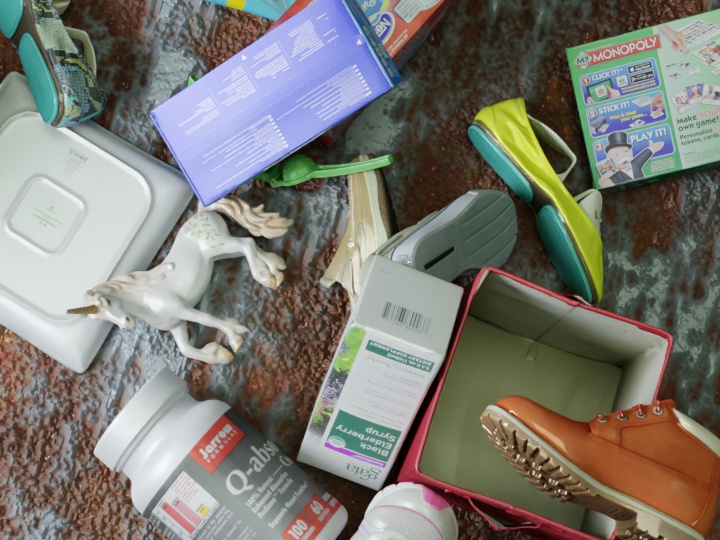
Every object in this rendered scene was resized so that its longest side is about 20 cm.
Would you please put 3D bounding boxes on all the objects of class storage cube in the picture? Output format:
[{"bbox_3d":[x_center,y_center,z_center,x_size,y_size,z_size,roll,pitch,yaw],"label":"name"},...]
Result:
[{"bbox_3d":[0.136,0.121,1.424,0.169,0.180,0.202,20,79,-1],"label":"storage cube"}]

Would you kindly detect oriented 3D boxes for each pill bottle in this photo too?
[{"bbox_3d":[-0.117,0.181,1.422,0.200,0.116,0.116,40,78,3],"label":"pill bottle"}]

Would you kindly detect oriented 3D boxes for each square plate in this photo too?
[{"bbox_3d":[-0.275,-0.046,1.496,0.199,0.028,0.199,31,79,1],"label":"square plate"}]

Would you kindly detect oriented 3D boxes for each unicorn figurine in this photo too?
[{"bbox_3d":[-0.151,0.015,1.477,0.137,0.074,0.201,32,57,-2],"label":"unicorn figurine"}]

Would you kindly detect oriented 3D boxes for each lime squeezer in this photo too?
[{"bbox_3d":[-0.065,-0.106,1.505,0.198,0.038,0.071,23,109,15],"label":"lime squeezer"}]

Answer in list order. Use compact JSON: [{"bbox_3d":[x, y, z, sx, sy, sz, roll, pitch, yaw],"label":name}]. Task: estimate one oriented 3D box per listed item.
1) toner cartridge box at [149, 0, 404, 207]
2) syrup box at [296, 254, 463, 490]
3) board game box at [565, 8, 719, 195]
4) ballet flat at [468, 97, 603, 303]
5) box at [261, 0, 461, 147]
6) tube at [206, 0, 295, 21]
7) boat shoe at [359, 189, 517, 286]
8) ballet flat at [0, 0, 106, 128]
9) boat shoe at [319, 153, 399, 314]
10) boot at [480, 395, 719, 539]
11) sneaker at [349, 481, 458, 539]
[{"bbox_3d":[-0.071,-0.145,1.440,0.199,0.043,0.096,-30,93,19],"label":"toner cartridge box"},{"bbox_3d":[0.014,0.088,1.405,0.078,0.201,0.082,20,48,-1],"label":"syrup box"},{"bbox_3d":[0.293,-0.156,1.532,0.198,0.029,0.136,-13,79,15],"label":"board game box"},{"bbox_3d":[0.174,-0.068,1.523,0.067,0.067,0.201,-31,82,-14],"label":"ballet flat"},{"bbox_3d":[0.003,-0.221,1.519,0.099,0.096,0.200,40,79,4],"label":"box"},{"bbox_3d":[-0.150,-0.276,1.545,0.197,0.050,0.078,10,86,-9],"label":"tube"},{"bbox_3d":[0.069,-0.025,1.466,0.061,0.199,0.073,-2,102,34],"label":"boat shoe"},{"bbox_3d":[-0.278,-0.215,1.512,0.073,0.074,0.202,-21,76,-9],"label":"ballet flat"},{"bbox_3d":[0.000,0.000,1.495,0.075,0.072,0.203,-10,79,9],"label":"boat shoe"},{"bbox_3d":[0.188,0.132,1.304,0.199,0.075,0.108,30,75,-8],"label":"boot"},{"bbox_3d":[0.011,0.256,1.381,0.081,0.088,0.201,32,121,1],"label":"sneaker"}]
